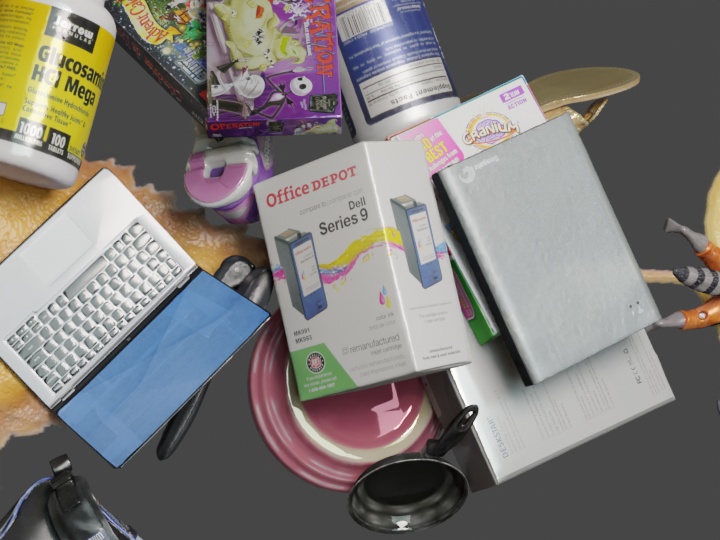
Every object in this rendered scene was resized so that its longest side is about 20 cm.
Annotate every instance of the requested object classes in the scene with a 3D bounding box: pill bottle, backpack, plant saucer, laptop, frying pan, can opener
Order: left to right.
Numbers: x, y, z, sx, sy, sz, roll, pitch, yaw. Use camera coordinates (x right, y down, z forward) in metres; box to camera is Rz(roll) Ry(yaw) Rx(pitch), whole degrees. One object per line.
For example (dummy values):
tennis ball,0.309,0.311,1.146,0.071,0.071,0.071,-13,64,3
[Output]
pill bottle,-0.280,-0.182,1.367,0.111,0.112,0.203,16,83,-14
backpack,-0.240,0.290,1.284,0.190,0.154,0.201,39,77,1
laptop,-0.218,0.035,1.349,0.187,0.116,0.200,-44,95,-15
can opener,-0.148,0.076,1.404,0.063,0.079,0.201,34,84,-1
plant saucer,-0.005,0.105,1.448,0.198,0.051,0.204,3,80,-17
pill bottle,0.032,-0.175,1.481,0.110,0.111,0.202,-18,86,-20
frying pan,0.043,0.177,1.395,0.113,0.191,0.031,-5,46,-6

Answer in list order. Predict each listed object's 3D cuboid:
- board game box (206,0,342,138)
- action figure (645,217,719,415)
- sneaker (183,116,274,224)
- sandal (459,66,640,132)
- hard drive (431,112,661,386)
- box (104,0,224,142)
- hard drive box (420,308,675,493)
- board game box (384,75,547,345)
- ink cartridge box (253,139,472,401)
board game box,-0.079,-0.207,1.379,0.118,0.032,0.202,-1,58,-6
action figure,0.385,0.055,1.561,0.191,0.105,0.203,14,73,-5
sneaker,-0.112,-0.126,1.448,0.079,0.089,0.202,-8,57,21
sandal,0.185,-0.151,1.560,0.209,0.078,0.071,-14,117,-22
hard drive,0.162,-0.020,1.351,0.138,0.033,0.202,-24,89,-19
box,-0.141,-0.225,1.427,0.136,0.038,0.200,-37,65,-21
hard drive box,0.166,0.092,1.432,0.198,0.077,0.158,-21,83,-19
board game box,0.128,-0.057,1.400,0.152,0.040,0.202,-25,81,-19
ink cartridge box,0.000,0.000,1.354,0.087,0.144,0.203,-5,81,-49
